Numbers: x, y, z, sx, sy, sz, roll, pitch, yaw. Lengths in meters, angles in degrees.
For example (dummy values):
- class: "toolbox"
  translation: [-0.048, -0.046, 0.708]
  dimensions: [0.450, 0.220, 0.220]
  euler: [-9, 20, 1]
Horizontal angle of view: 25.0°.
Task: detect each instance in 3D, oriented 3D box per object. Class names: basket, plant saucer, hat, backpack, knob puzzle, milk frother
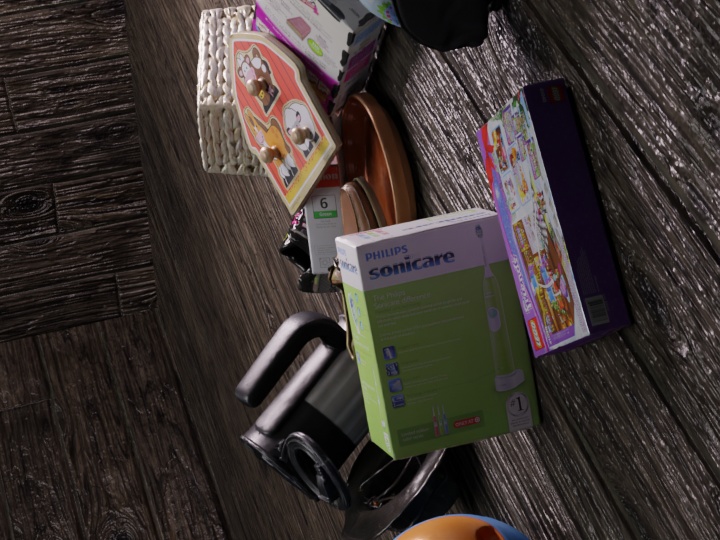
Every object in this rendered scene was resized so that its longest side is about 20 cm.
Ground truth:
- class: "basket"
  translation: [-0.139, -0.227, 2.040]
  dimensions: [0.136, 0.123, 0.201]
  euler: [89, 179, -49]
- class: "plant saucer"
  translation: [0.023, -0.099, 1.796]
  dimensions: [0.200, 0.032, 0.201]
  euler: [168, 90, -77]
- class: "hat"
  translation: [0.063, 0.232, 1.789]
  dimensions: [0.081, 0.201, 0.201]
  euler: [36, 177, -17]
- class: "backpack"
  translation: [0.034, -0.303, 1.377]
  dimensions: [0.163, 0.153, 0.201]
  euler: [84, 180, -51]
- class: "knob puzzle"
  translation: [-0.105, -0.181, 1.832]
  dimensions: [0.220, 0.030, 0.220]
  euler: [42, 145, 40]
- class: "milk frother"
  translation: [-0.020, 0.162, 1.824]
  dimensions: [0.200, 0.188, 0.181]
  euler: [32, 168, 36]

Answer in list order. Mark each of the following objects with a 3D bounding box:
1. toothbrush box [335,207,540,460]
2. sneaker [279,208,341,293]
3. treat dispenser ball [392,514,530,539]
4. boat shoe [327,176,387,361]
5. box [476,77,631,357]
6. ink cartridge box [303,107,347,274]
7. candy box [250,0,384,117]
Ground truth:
- class: "toothbrush box"
  translation: [0.071, 0.056, 1.490]
  dimensions: [0.086, 0.145, 0.201]
  euler: [-154, 52, -74]
- class: "sneaker"
  translation: [-0.067, -0.055, 2.081]
  dimensions: [0.074, 0.087, 0.201]
  euler: [110, 145, -66]
- class: "treat dispenser ball"
  translation: [0.095, 0.328, 1.512]
  dimensions: [0.201, 0.200, 0.202]
  euler: [168, 90, -77]
- class: "boat shoe"
  translation: [0.000, 0.000, 1.764]
  dimensions: [0.072, 0.068, 0.201]
  euler: [148, 109, -78]
- class: "box"
  translation: [0.151, -0.038, 1.299]
  dimensions: [0.137, 0.039, 0.201]
  euler: [140, 117, -74]
- class: "ink cartridge box"
  translation: [-0.038, -0.108, 1.918]
  dimensions: [0.109, 0.050, 0.201]
  euler: [-70, -25, -67]
- class: "candy box"
  translation: [-0.047, -0.271, 1.754]
  dimensions: [0.136, 0.061, 0.200]
  euler: [46, 160, 9]
